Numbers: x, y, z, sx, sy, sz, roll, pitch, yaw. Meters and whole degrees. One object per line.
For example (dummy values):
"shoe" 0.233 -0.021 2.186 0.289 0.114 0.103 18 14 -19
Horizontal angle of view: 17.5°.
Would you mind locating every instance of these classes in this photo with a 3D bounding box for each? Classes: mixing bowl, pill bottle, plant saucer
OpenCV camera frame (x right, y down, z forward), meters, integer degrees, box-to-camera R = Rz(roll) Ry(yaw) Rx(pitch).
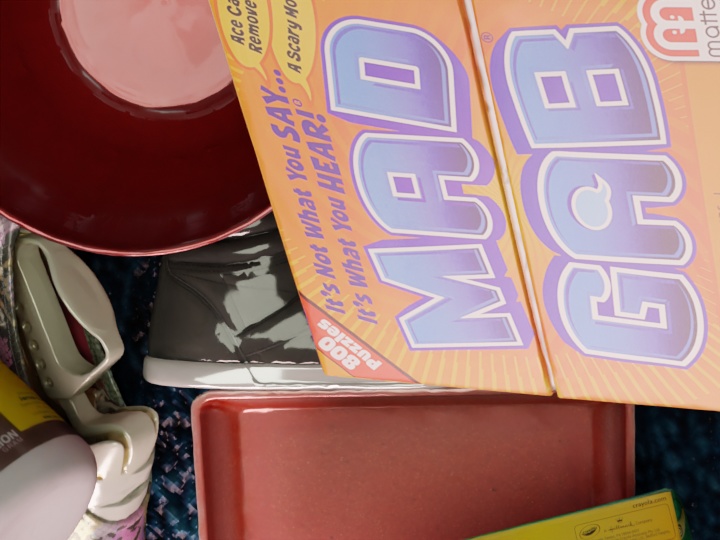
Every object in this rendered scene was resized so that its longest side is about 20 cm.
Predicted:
"mixing bowl" -0.092 -0.112 1.020 0.199 0.108 0.201 1 100 4
"pill bottle" -0.216 0.056 1.006 0.200 0.109 0.109 41 101 15
"plant saucer" 0.027 0.142 1.087 0.199 0.037 0.200 -1 107 3

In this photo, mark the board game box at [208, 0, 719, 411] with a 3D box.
"board game box" 0.086 -0.090 0.905 0.199 0.200 0.200 4 133 23

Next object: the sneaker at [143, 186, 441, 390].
"sneaker" 0.000 0.000 1.054 0.199 0.071 0.100 -1 96 1

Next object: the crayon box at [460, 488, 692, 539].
"crayon box" 0.056 0.179 1.019 0.199 0.058 0.119 -15 72 8

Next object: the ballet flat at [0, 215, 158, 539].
"ballet flat" -0.132 0.053 1.064 0.071 0.069 0.201 -13 103 36
